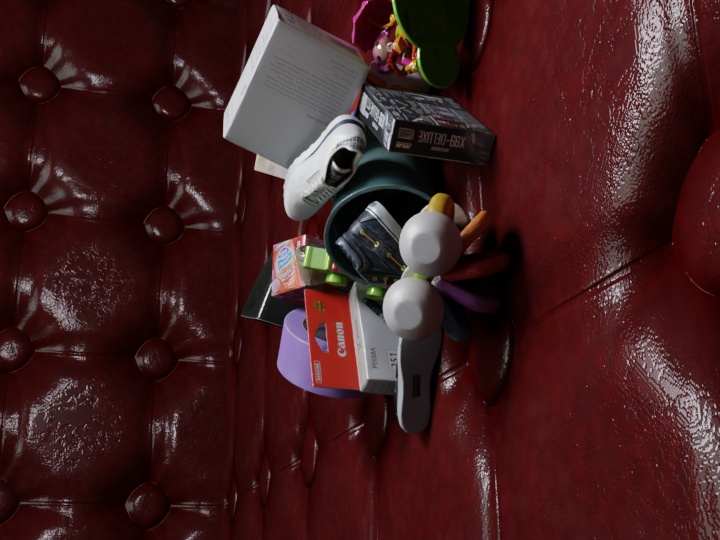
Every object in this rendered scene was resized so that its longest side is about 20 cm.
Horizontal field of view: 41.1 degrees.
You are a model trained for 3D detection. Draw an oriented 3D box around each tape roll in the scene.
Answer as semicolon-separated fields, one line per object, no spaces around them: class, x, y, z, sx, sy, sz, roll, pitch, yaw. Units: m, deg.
tape roll;-0.046;0.142;1.710;0.200;0.196;0.087;-122;40;-63

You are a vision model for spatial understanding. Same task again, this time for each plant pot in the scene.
plant pot;-0.125;0.042;2.052;0.200;0.196;0.181;174;112;-73
plant pot;0.039;-0.115;1.546;0.198;0.196;0.202;-93;17;-48

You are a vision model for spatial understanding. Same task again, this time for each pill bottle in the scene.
pill bottle;0.039;-0.247;1.657;0.113;0.111;0.203;-117;42;-60

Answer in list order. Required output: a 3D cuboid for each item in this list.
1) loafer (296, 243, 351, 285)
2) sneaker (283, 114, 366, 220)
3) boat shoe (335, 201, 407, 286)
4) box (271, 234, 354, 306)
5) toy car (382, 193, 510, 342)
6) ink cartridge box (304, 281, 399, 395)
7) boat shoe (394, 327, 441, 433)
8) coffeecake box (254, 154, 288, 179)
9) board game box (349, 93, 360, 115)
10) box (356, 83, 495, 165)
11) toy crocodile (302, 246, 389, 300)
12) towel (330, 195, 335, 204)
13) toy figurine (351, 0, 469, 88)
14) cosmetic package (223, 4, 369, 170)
loafer;-0.029;-0.010;1.699;0.076;0.197;0.070;38;123;53
sneaker;-0.058;-0.142;1.461;0.201;0.075;0.081;-53;32;34
boat shoe;0.054;0.002;1.423;0.091;0.201;0.071;-42;5;-3
box;-0.064;0.013;1.785;0.094;0.198;0.102;-16;65;40
toy car;0.123;0.007;1.288;0.175;0.147;0.204;-42;-33;-71
ink cartridge box;-0.001;0.108;1.611;0.044;0.170;0.203;121;150;-46
boat shoe;0.082;0.152;1.508;0.057;0.067;0.204;-145;60;-71
coffeecake box;-0.093;-0.235;1.909;0.154;0.196;0.074;-71;-3;-56
board game box;-0.029;-0.248;1.798;0.019;0.101;0.203;-61;-8;-70
box;0.092;-0.219;1.427;0.201;0.155;0.051;-120;39;-61
toy crocodile;0.000;0.000;1.612;0.062;0.196;0.069;139;148;-77
towel;-0.030;-0.154;1.705;0.194;0.034;0.201;58;-168;-28
toy figurine;0.063;-0.373;1.526;0.183;0.148;0.204;-4;96;56
cosmetic package;-0.106;-0.285;1.537;0.202;0.164;0.168;-62;17;16
